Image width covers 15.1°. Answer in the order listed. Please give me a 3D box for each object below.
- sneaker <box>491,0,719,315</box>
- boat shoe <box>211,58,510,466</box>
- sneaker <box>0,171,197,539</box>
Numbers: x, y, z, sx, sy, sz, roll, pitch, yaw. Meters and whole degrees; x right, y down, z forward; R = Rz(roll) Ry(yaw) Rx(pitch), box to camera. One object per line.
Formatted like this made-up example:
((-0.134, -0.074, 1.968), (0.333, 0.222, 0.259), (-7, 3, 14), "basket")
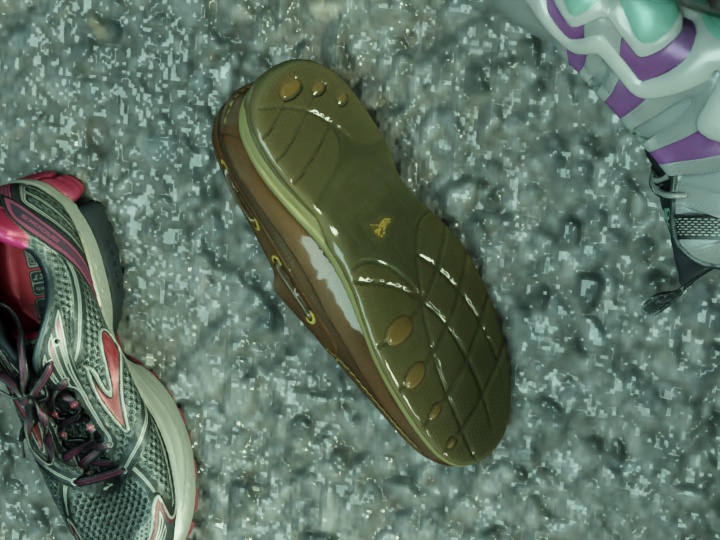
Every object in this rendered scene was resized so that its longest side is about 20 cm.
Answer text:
((0.132, -0.050, 1.163), (0.199, 0.078, 0.141), (22, 110, 19), "sneaker")
((-0.001, 0.000, 1.234), (0.067, 0.072, 0.201), (-20, 104, 55), "boat shoe")
((-0.142, 0.056, 1.286), (0.080, 0.075, 0.201), (-19, 95, 23), "sneaker")
